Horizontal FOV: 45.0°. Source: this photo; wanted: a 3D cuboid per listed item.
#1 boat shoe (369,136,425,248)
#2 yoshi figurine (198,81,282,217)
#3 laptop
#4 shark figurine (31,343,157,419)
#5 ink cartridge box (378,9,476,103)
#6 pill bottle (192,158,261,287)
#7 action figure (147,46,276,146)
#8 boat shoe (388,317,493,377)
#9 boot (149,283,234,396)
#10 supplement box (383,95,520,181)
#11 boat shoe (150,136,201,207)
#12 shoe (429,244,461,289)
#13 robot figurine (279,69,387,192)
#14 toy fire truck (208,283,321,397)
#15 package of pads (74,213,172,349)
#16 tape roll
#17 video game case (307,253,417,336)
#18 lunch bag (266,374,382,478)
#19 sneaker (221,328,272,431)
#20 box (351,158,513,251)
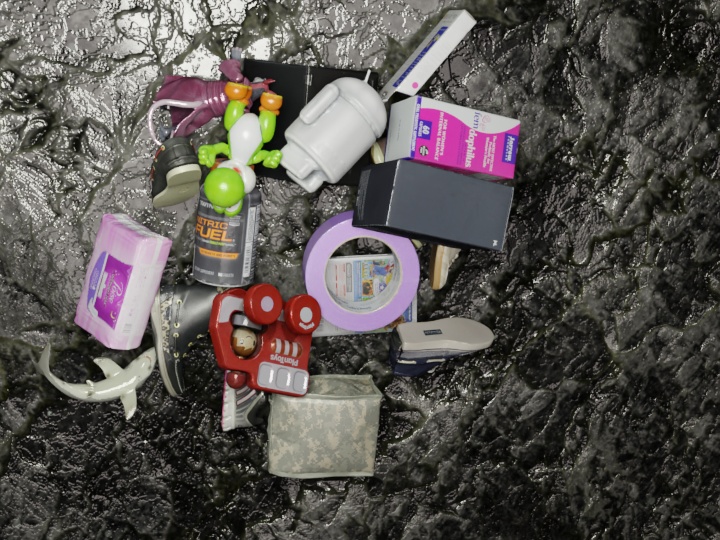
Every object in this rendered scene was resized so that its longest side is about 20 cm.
[{"bbox_3d":[0.078,-0.137,1.497,0.065,0.072,0.202,-26,103,4],"label":"boat shoe"},{"bbox_3d":[-0.184,-0.176,1.315,0.111,0.112,0.202,4,107,-46],"label":"yoshi figurine"},{"bbox_3d":[-0.090,-0.246,1.448,0.198,0.116,0.189,-1,107,-26],"label":"laptop"},{"bbox_3d":[-0.461,0.200,1.506,0.212,0.090,0.130,2,72,-17],"label":"shark figurine"},{"bbox_3d":[0.103,-0.343,1.431,0.037,0.095,0.200,42,96,-17],"label":"ink cartridge box"},{"bbox_3d":[-0.220,-0.082,1.447,0.105,0.106,0.202,5,104,-10],"label":"pill bottle"},{"bbox_3d":[-0.231,-0.279,1.377,0.198,0.149,0.135,-11,101,9],"label":"action figure"},{"bbox_3d":[0.142,0.144,1.594,0.198,0.075,0.093,2,130,-17],"label":"boat shoe"},{"bbox_3d":[-0.280,0.113,1.509,0.152,0.074,0.206,-9,106,-9],"label":"boot"},{"bbox_3d":[0.152,-0.214,1.444,0.198,0.103,0.102,8,88,-24],"label":"supplement box"},{"bbox_3d":[-0.296,-0.152,1.384,0.073,0.201,0.064,-16,81,-22],"label":"boat shoe"},{"bbox_3d":[0.161,-0.061,1.531,0.053,0.070,0.202,10,101,-3],"label":"shoe"},{"bbox_3d":[-0.038,-0.217,1.351,0.200,0.113,0.170,-47,152,-6],"label":"robot figurine"},{"bbox_3d":[-0.161,0.117,1.444,0.199,0.112,0.170,17,74,-38],"label":"toy fire truck"},{"bbox_3d":[-0.393,0.018,1.437,0.075,0.120,0.202,4,108,-54],"label":"package of pads"},{"bbox_3d":[0.000,0.000,1.507,0.198,0.066,0.202,-2,106,-8],"label":"tape roll"},{"bbox_3d":[0.004,0.044,1.563,0.198,0.018,0.145,-3,105,-8],"label":"video game case"},{"bbox_3d":[-0.073,0.279,1.564,0.198,0.118,0.166,1,105,-14],"label":"lunch bag"},{"bbox_3d":[-0.198,0.194,1.545,0.086,0.074,0.202,4,109,-10],"label":"sneaker"},{"bbox_3d":[0.110,-0.101,1.383,0.198,0.182,0.105,11,90,-18],"label":"box"}]
